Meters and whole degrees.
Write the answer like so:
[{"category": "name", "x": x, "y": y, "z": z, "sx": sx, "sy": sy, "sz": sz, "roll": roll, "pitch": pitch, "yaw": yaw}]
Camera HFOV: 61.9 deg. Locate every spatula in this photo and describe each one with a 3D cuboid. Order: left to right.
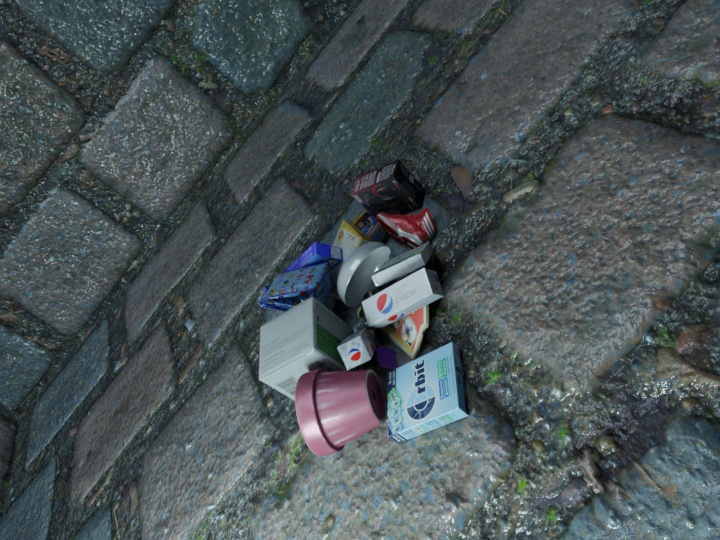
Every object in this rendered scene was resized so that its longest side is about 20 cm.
[{"category": "spatula", "x": 0.054, "y": 0.190, "z": 1.587, "sx": 0.201, "sy": 0.055, "sz": 0.021, "roll": -112, "pitch": 36, "yaw": -60}]

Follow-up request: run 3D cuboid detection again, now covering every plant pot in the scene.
[{"category": "plant pot", "x": -0.039, "y": 0.327, "z": 1.452, "sx": 0.175, "sy": 0.202, "sz": 0.203, "roll": -18, "pitch": 43, "yaw": 17}]

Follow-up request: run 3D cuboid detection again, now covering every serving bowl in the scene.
[{"category": "serving bowl", "x": 0.000, "y": 0.000, "z": 1.679, "sx": 0.065, "sy": 0.200, "sz": 0.202, "roll": 36, "pitch": 87, "yaw": 23}]

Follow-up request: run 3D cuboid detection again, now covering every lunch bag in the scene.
[{"category": "lunch bag", "x": -0.194, "y": 0.052, "z": 1.732, "sx": 0.194, "sy": 0.096, "sz": 0.152, "roll": -1, "pitch": 30, "yaw": 16}]

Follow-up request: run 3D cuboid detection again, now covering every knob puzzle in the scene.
[{"category": "knob puzzle", "x": 0.112, "y": 0.094, "z": 1.527, "sx": 0.218, "sy": 0.030, "sz": 0.227, "roll": -17, "pitch": 71, "yaw": 60}]

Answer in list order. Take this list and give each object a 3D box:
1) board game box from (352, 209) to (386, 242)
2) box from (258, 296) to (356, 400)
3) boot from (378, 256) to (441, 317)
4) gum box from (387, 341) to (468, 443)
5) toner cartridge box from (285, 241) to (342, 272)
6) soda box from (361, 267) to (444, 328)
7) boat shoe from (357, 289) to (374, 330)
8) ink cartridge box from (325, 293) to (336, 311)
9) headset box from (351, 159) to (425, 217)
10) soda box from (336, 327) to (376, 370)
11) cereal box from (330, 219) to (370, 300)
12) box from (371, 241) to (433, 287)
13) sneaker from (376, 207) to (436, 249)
[{"category": "board game box", "x": 0.003, "y": -0.068, "z": 1.868, "sx": 0.201, "sy": 0.061, "sz": 0.200, "roll": -51, "pitch": 34, "yaw": 1}, {"category": "box", "x": -0.140, "y": 0.222, "z": 1.611, "sx": 0.197, "sy": 0.198, "sz": 0.175, "roll": -29, "pitch": 44, "yaw": 23}, {"category": "boot", "x": 0.121, "y": 0.065, "z": 1.602, "sx": 0.197, "sy": 0.064, "sz": 0.190, "roll": -19, "pitch": 40, "yaw": 40}, {"category": "gum box", "x": 0.149, "y": 0.281, "z": 1.380, "sx": 0.198, "sy": 0.044, "sz": 0.173, "roll": -31, "pitch": 39, "yaw": 30}, {"category": "toner cartridge box", "x": -0.144, "y": -0.015, "z": 1.822, "sx": 0.199, "sy": 0.093, "sz": 0.044, "roll": -38, "pitch": 47, "yaw": 48}, {"category": "soda box", "x": 0.100, "y": 0.070, "z": 1.459, "sx": 0.197, "sy": 0.063, "sz": 0.070, "roll": -30, "pitch": 66, "yaw": 29}, {"category": "boat shoe", "x": 0.021, "y": 0.108, "z": 1.627, "sx": 0.065, "sy": 0.073, "sz": 0.201, "roll": -23, "pitch": 16, "yaw": -2}, {"category": "ink cartridge box", "x": -0.151, "y": 0.136, "z": 1.819, "sx": 0.114, "sy": 0.068, "sz": 0.204, "roll": -8, "pitch": 52, "yaw": 45}, {"category": "headset box", "x": 0.079, "y": -0.238, "z": 1.855, "sx": 0.197, "sy": 0.148, "sz": 0.077, "roll": -15, "pitch": 46, "yaw": 40}, {"category": "soda box", "x": -0.005, "y": 0.195, "z": 1.523, "sx": 0.067, "sy": 0.065, "sz": 0.200, "roll": -26, "pitch": -2, "yaw": 5}, {"category": "cereal box", "x": -0.048, "y": -0.032, "z": 1.801, "sx": 0.144, "sy": 0.039, "sz": 0.204, "roll": 46, "pitch": 118, "yaw": 52}, {"category": "box", "x": 0.115, "y": -0.019, "z": 1.584, "sx": 0.141, "sy": 0.037, "sz": 0.200, "roll": -25, "pitch": 4, "yaw": 17}, {"category": "sneaker", "x": 0.143, "y": -0.139, "z": 1.749, "sx": 0.116, "sy": 0.079, "sz": 0.199, "roll": -45, "pitch": 56, "yaw": -10}]
